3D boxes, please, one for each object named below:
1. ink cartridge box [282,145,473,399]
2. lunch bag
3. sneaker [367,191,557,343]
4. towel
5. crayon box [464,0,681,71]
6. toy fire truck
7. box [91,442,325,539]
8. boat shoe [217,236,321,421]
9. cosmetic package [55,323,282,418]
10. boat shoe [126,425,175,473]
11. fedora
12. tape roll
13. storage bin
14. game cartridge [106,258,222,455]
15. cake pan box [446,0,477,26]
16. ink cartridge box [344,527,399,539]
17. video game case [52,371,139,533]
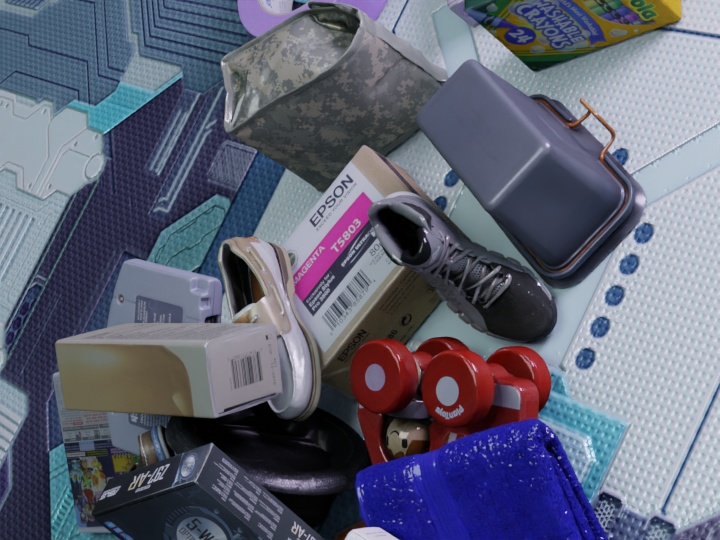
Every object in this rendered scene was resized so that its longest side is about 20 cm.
[{"bbox_3d":[0.000,0.000,1.426,0.200,0.075,0.165,-51,45,10],"label":"ink cartridge box"},{"bbox_3d":[-0.022,-0.194,1.485,0.199,0.164,0.118,-25,54,30],"label":"lunch bag"},{"bbox_3d":[0.082,0.001,1.267,0.200,0.115,0.075,35,99,12],"label":"sneaker"},{"bbox_3d":[0.096,0.214,1.182,0.199,0.050,0.148,-23,98,34],"label":"towel"},{"bbox_3d":[0.214,-0.266,1.336,0.199,0.126,0.052,-16,58,36],"label":"crayon box"},{"bbox_3d":[0.075,0.148,1.264,0.199,0.112,0.169,5,93,41],"label":"toy fire truck"},{"bbox_3d":[-0.124,0.250,1.300,0.160,0.200,0.044,-22,32,41],"label":"box"},{"bbox_3d":[-0.096,0.056,1.382,0.075,0.068,0.201,-41,52,30],"label":"boat shoe"},{"bbox_3d":[-0.183,0.092,1.344,0.199,0.105,0.072,-1,98,38],"label":"cosmetic package"},{"bbox_3d":[-0.212,0.233,1.392,0.072,0.201,0.072,-9,43,-12],"label":"boat shoe"},{"bbox_3d":[-0.092,0.194,1.356,0.200,0.200,0.092,36,122,46],"label":"fedora"},{"bbox_3d":[-0.051,-0.346,1.667,0.199,0.066,0.201,-20,56,33],"label":"tape roll"},{"bbox_3d":[0.151,-0.106,1.303,0.146,0.134,0.200,-46,46,13],"label":"storage bin"},{"bbox_3d":[-0.205,0.094,1.445,0.133,0.041,0.201,12,103,30],"label":"game cartridge"},{"bbox_3d":[0.166,-0.378,1.497,0.199,0.052,0.185,-28,50,29],"label":"cake pan box"},{"bbox_3d":[0.050,0.321,1.141,0.199,0.083,0.147,29,92,20],"label":"ink cartridge box"},{"bbox_3d":[-0.250,0.191,1.530,0.199,0.023,0.183,-9,90,38],"label":"video game case"}]
